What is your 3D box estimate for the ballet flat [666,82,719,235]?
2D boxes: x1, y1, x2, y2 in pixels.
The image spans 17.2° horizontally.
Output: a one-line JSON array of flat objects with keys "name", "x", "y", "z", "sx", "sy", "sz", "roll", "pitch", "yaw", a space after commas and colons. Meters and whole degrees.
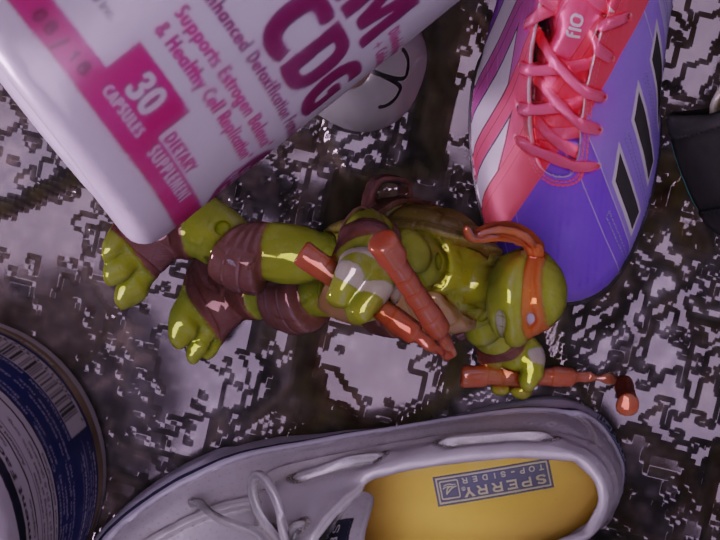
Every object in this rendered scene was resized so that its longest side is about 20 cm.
[{"name": "ballet flat", "x": 0.181, "y": -0.089, "z": 0.780, "sx": 0.200, "sy": 0.068, "sz": 0.069, "roll": -41, "pitch": 83, "yaw": 9}]

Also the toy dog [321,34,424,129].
[{"name": "toy dog", "x": -0.081, "y": -0.100, "z": 0.783, "sx": 0.198, "sy": 0.096, "sz": 0.133, "roll": -2, "pitch": 98, "yaw": 7}]

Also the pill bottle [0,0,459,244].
[{"name": "pill bottle", "x": -0.021, "y": -0.111, "z": 0.696, "sx": 0.200, "sy": 0.113, "sz": 0.114, "roll": -39, "pitch": 92, "yaw": -5}]

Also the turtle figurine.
[{"name": "turtle figurine", "x": 0.000, "y": 0.000, "z": 0.770, "sx": 0.160, "sy": 0.200, "sz": 0.065, "roll": 5, "pitch": 81, "yaw": 26}]

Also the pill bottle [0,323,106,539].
[{"name": "pill bottle", "x": -0.155, "y": 0.083, "z": 0.771, "sx": 0.110, "sy": 0.200, "sz": 0.112, "roll": 1, "pitch": 98, "yaw": 7}]

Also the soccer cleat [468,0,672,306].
[{"name": "soccer cleat", "x": 0.073, "y": -0.085, "z": 0.786, "sx": 0.068, "sy": 0.073, "sz": 0.202, "roll": 9, "pitch": 99, "yaw": 4}]

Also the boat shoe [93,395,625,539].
[{"name": "boat shoe", "x": -0.007, "y": 0.096, "z": 0.814, "sx": 0.200, "sy": 0.086, "sz": 0.075, "roll": -12, "pitch": 96, "yaw": 8}]
